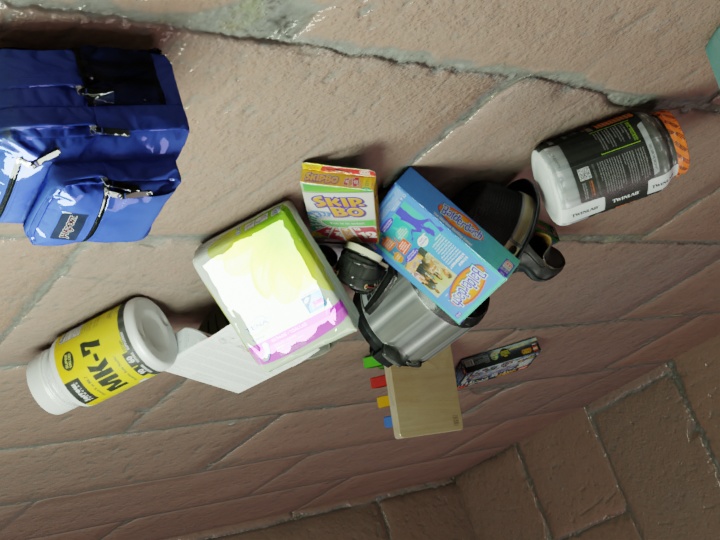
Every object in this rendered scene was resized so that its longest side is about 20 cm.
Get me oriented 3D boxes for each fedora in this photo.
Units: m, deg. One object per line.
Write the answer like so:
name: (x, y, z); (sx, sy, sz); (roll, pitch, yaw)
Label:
fedora: (0.173, -0.061, 1.532); (0.091, 0.201, 0.201); (29, 137, -20)

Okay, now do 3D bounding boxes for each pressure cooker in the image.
pressure cooker: (0.086, 0.058, 1.668); (0.176, 0.179, 0.200); (-9, 156, -48)

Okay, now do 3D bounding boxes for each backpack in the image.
backpack: (-0.271, -0.112, 0.934); (0.199, 0.168, 0.163); (-1, 146, -34)

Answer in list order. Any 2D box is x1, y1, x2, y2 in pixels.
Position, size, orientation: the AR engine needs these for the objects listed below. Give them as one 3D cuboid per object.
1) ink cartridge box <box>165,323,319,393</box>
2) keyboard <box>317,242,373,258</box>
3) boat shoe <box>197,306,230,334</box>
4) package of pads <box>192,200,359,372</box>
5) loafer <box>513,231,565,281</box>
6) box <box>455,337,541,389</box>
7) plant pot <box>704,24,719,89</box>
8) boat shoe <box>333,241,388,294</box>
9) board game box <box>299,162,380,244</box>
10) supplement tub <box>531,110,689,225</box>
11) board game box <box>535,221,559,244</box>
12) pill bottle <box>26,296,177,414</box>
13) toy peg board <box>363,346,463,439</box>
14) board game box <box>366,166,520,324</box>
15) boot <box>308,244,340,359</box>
ink cartridge box: (-0.185, 0.116, 1.558); (0.160, 0.047, 0.200); (24, 139, -38)
keyboard: (-0.041, -0.025, 1.593); (0.200, 0.011, 0.056); (2, 155, -45)
boat shoe: (-0.173, 0.076, 1.630); (0.200, 0.075, 0.068); (-33, 151, 28)
package of pads: (-0.115, 0.024, 1.399); (0.154, 0.200, 0.068); (-26, -163, 14)
loafer: (0.293, -0.030, 1.725); (0.072, 0.073, 0.200); (-39, 154, 30)
box: (0.331, 0.229, 2.541); (0.199, 0.040, 0.137); (-16, 160, -12)
plant pot: (0.546, -0.288, 1.292); (0.141, 0.142, 0.200); (-6, 162, -34)
boat shoe: (-0.003, -0.001, 1.510); (0.073, 0.063, 0.201); (24, 180, 3)
board game box: (-0.024, -0.087, 1.373); (0.095, 0.030, 0.200); (7, 157, 5)
supplement tub: (0.355, -0.150, 1.479); (0.199, 0.123, 0.123); (-19, 160, -1)
board game box: (0.234, -0.028, 1.812); (0.200, 0.029, 0.134); (-30, 158, 24)
pill bottle: (-0.378, 0.129, 1.513); (0.200, 0.115, 0.114); (-27, 159, 16)
toy peg board: (0.103, 0.249, 2.180); (0.200, 0.200, 0.098); (2, 166, -45)
board game box: (0.106, -0.031, 1.455); (0.045, 0.200, 0.152); (-47, 178, -35)
boot: (-0.094, 0.070, 1.570); (0.182, 0.073, 0.200); (-32, 154, -22)
